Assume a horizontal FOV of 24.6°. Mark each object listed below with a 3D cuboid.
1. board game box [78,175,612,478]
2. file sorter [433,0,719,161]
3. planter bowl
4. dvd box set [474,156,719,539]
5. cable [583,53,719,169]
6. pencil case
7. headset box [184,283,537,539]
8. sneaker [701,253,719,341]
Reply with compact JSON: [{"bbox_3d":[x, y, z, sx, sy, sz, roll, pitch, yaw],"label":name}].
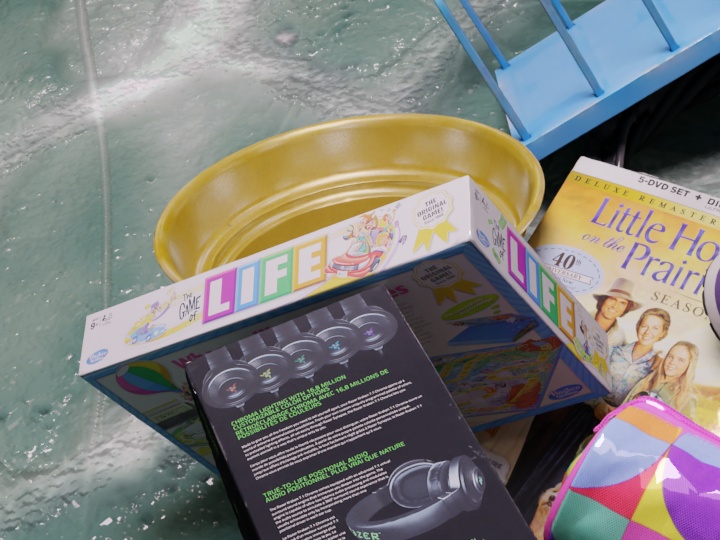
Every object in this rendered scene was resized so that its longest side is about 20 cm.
[{"bbox_3d":[-0.006,0.038,0.743,0.199,0.134,0.034,-19,50,26],"label":"board game box"},{"bbox_3d":[0.141,-0.179,0.912,0.200,0.123,0.139,-30,22,13],"label":"file sorter"},{"bbox_3d":[0.000,0.000,0.852,0.199,0.084,0.201,-9,31,5],"label":"planter bowl"},{"bbox_3d":[0.121,0.048,0.787,0.146,0.029,0.200,22,68,32],"label":"dvd box set"},{"bbox_3d":[0.200,-0.057,0.904,0.163,0.051,0.200,13,46,19],"label":"cable"},{"bbox_3d":[0.175,0.122,0.664,0.199,0.089,0.088,25,54,17],"label":"pencil case"},{"bbox_3d":[0.014,0.131,0.657,0.092,0.175,0.200,-21,44,-8],"label":"headset box"},{"bbox_3d":[0.256,-0.015,0.731,0.199,0.088,0.076,-24,82,-17],"label":"sneaker"}]
